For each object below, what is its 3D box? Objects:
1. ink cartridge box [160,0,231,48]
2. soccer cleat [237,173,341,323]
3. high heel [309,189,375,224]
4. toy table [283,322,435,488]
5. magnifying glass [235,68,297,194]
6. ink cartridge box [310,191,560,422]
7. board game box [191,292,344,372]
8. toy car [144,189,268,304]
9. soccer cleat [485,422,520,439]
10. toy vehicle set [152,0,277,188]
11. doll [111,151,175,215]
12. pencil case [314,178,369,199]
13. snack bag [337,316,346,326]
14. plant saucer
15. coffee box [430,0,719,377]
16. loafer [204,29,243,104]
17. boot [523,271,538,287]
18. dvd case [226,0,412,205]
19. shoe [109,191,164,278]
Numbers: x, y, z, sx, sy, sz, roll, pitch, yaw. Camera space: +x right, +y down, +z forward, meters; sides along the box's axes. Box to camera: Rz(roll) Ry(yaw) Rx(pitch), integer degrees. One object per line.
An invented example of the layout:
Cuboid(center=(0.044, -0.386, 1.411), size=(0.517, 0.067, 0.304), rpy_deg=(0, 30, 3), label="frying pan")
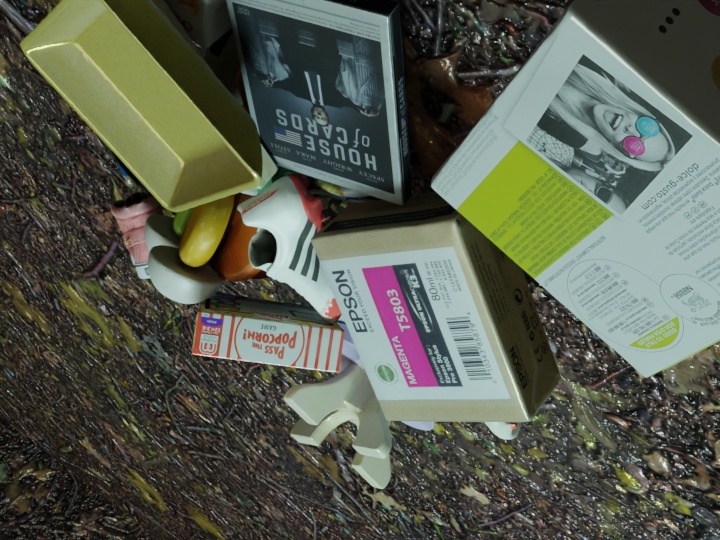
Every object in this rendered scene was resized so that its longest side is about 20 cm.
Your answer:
Cuboid(center=(-0.133, -0.293, 0.865), size=(0.128, 0.125, 0.201), rpy_deg=(34, 150, 14), label="ink cartridge box")
Cuboid(center=(-0.063, -0.012, 1.029), size=(0.201, 0.085, 0.069), rpy_deg=(77, 168, -52), label="soccer cleat")
Cuboid(center=(0.000, 0.000, 1.085), size=(0.199, 0.144, 0.071), rpy_deg=(19, -171, 28), label="high heel")
Cuboid(center=(0.000, 0.169, 1.304), size=(0.200, 0.118, 0.183), rpy_deg=(42, 155, -16), label="toy table")
Cuboid(center=(-0.086, -0.107, 1.025), size=(0.022, 0.080, 0.201), rpy_deg=(4, 135, 19), label="magnifying glass")
Cuboid(center=(0.067, 0.034, 0.951), size=(0.164, 0.075, 0.201), rpy_deg=(-7, 114, 39), label="ink cartridge box")
Cuboid(center=(-0.103, 0.063, 1.154), size=(0.150, 0.047, 0.200), rpy_deg=(8, -177, -7), label="board game box")
Cuboid(center=(-0.139, -0.057, 1.148), size=(0.149, 0.176, 0.200), rpy_deg=(20, -163, -21), label="toy car")
Cuboid(center=(0.115, 0.095, 1.140), size=(0.077, 0.069, 0.201), rpy_deg=(-13, 115, 33), label="soccer cleat")
Cuboid(center=(-0.168, -0.159, 0.946), size=(0.124, 0.027, 0.201), rpy_deg=(10, 142, 49), label="toy vehicle set")
Cuboid(center=(-0.265, -0.127, 1.331), size=(0.200, 0.049, 0.136), rpy_deg=(48, 154, -11), label="doll")
Cuboid(center=(-0.018, -0.159, 0.947), size=(0.090, 0.084, 0.201), rpy_deg=(1, 138, 10), label="pencil case")
Cuboid(center=(0.020, 0.054, 1.228), size=(0.200, 0.021, 0.188), rpy_deg=(46, 154, -28), label="snack bag")
Cuboid(center=(-0.174, -0.146, 0.886), size=(0.200, 0.049, 0.199), rpy_deg=(49, 154, -19), label="plant saucer")
Cuboid(center=(0.200, -0.091, 0.652), size=(0.197, 0.200, 0.200), rpy_deg=(41, 151, 1), label="coffee box")
Cuboid(center=(-0.124, -0.198, 1.044), size=(0.199, 0.076, 0.069), rpy_deg=(-26, 101, 47), label="loafer")
Cuboid(center=(0.143, -0.003, 0.985), size=(0.075, 0.074, 0.200), rpy_deg=(32, 149, -4), label="boot")
Cuboid(center=(-0.031, -0.149, 0.875), size=(0.149, 0.025, 0.201), rpy_deg=(19, 144, 21), label="dvd case")
Cuboid(center=(-0.259, -0.054, 1.307), size=(0.200, 0.071, 0.092), rpy_deg=(-139, 32, -76), label="shoe")
